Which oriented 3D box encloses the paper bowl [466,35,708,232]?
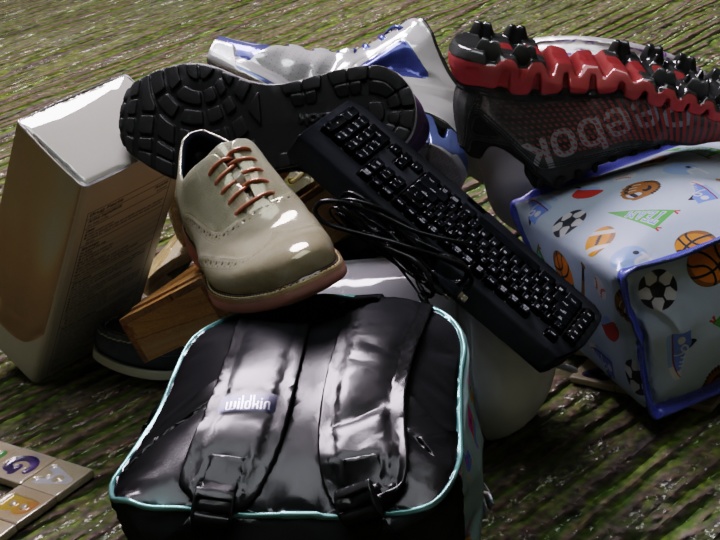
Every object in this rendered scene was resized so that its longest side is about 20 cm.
[{"bbox_3d":[0.169,-0.082,1.122,0.198,0.106,0.201,9,-18,3],"label":"paper bowl"}]

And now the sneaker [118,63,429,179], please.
[{"bbox_3d":[-0.054,-0.086,0.982,0.198,0.077,0.088,3,-5,13],"label":"sneaker"}]

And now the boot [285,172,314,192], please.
[{"bbox_3d":[-0.050,-0.088,1.189,0.153,0.200,0.073,16,74,26],"label":"boot"}]

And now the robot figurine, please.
[{"bbox_3d":[0.034,0.048,0.932,0.198,0.114,0.171,-4,40,10],"label":"robot figurine"}]

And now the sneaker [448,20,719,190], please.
[{"bbox_3d":[0.150,-0.098,0.992,0.198,0.099,0.071,7,23,-2],"label":"sneaker"}]

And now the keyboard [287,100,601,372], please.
[{"bbox_3d":[0.051,-0.024,0.863,0.199,0.040,0.104,40,41,6],"label":"keyboard"}]

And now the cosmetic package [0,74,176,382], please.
[{"bbox_3d":[-0.195,-0.027,1.060,0.071,0.201,0.105,41,44,18],"label":"cosmetic package"}]

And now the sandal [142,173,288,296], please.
[{"bbox_3d":[-0.120,-0.051,1.081,0.211,0.069,0.078,-40,16,44],"label":"sandal"}]

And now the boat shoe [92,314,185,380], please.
[{"bbox_3d":[-0.098,0.040,1.055,0.198,0.062,0.075,4,26,24],"label":"boat shoe"}]

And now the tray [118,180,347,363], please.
[{"bbox_3d":[-0.058,-0.016,0.995,0.098,0.037,0.200,-24,10,47],"label":"tray"}]

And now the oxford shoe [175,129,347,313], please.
[{"bbox_3d":[-0.067,-0.030,0.850,0.070,0.075,0.200,-24,22,-18],"label":"oxford shoe"}]

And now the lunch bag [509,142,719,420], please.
[{"bbox_3d":[0.224,-0.009,0.976,0.198,0.125,0.170,-23,26,-12],"label":"lunch bag"}]

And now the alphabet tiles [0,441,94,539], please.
[{"bbox_3d":[-0.289,0.155,0.931,0.166,0.008,0.200,10,29,34],"label":"alphabet tiles"}]

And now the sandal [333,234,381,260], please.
[{"bbox_3d":[0.000,0.000,1.049,0.074,0.046,0.200,-21,-1,-16],"label":"sandal"}]

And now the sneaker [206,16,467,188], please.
[{"bbox_3d":[-0.004,-0.128,1.089,0.197,0.081,0.116,19,54,8],"label":"sneaker"}]

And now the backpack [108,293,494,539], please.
[{"bbox_3d":[-0.021,0.103,0.778,0.174,0.155,0.201,-4,35,9],"label":"backpack"}]

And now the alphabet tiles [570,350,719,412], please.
[{"bbox_3d":[0.231,0.037,1.027,0.165,0.006,0.200,10,30,35],"label":"alphabet tiles"}]
